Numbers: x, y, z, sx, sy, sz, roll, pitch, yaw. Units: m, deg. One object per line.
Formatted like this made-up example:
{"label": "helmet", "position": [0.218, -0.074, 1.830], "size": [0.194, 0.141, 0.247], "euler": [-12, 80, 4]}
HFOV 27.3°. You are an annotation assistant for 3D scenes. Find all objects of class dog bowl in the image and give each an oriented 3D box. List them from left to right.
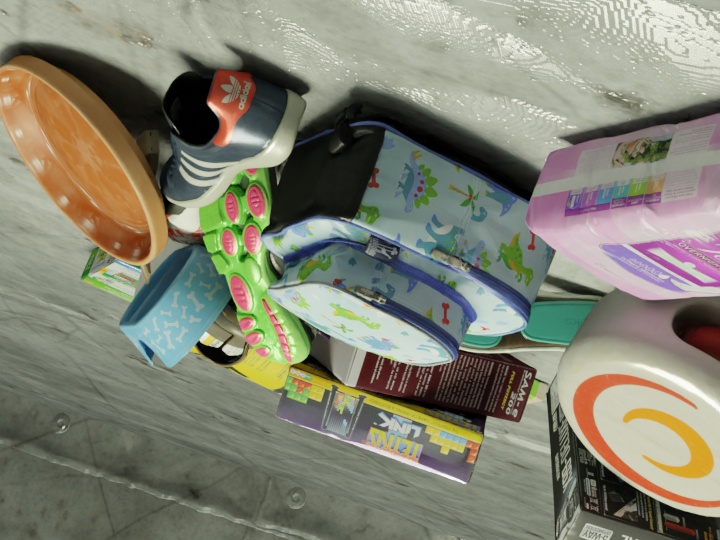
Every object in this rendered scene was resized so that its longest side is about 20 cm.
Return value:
{"label": "dog bowl", "position": [-0.169, 0.029, 1.357], "size": [0.049, 0.112, 0.200], "euler": [38, 168, -12]}

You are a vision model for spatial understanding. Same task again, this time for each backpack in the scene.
{"label": "backpack", "position": [0.035, -0.010, 1.105], "size": [0.199, 0.148, 0.183], "euler": [22, 168, -17]}

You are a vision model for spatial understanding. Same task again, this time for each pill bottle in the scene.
{"label": "pill bottle", "position": [-0.134, 0.047, 1.585], "size": [0.199, 0.115, 0.114], "euler": [29, 163, -29]}

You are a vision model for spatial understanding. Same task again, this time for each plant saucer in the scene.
{"label": "plant saucer", "position": [-0.229, -0.093, 1.235], "size": [0.200, 0.032, 0.201], "euler": [37, 152, 24]}

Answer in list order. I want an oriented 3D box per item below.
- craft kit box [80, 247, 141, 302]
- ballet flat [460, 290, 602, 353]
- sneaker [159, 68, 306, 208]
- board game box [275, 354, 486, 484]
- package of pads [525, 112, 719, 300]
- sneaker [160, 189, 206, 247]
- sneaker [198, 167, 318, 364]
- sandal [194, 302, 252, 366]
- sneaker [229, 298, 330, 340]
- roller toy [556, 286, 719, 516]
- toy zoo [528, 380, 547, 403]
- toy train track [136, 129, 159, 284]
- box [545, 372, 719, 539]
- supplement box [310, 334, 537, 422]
{"label": "craft kit box", "position": [-0.212, 0.022, 1.739], "size": [0.199, 0.049, 0.197], "euler": [25, 162, -18]}
{"label": "ballet flat", "position": [0.126, 0.040, 1.290], "size": [0.198, 0.070, 0.069], "euler": [8, 166, -5]}
{"label": "sneaker", "position": [-0.121, -0.106, 1.118], "size": [0.084, 0.076, 0.200], "euler": [25, 155, -24]}
{"label": "board game box", "position": [0.027, 0.138, 1.485], "size": [0.198, 0.057, 0.165], "euler": [19, -170, 5]}
{"label": "package of pads", "position": [0.209, -0.036, 0.928], "size": [0.120, 0.076, 0.200], "euler": [25, 165, -26]}
{"label": "sneaker", "position": [-0.124, -0.053, 1.316], "size": [0.107, 0.068, 0.201], "euler": [22, 169, -11]}
{"label": "sneaker", "position": [-0.078, -0.021, 1.246], "size": [0.076, 0.084, 0.202], "euler": [4, 120, 29]}
{"label": "sandal", "position": [-0.128, 0.065, 1.423], "size": [0.081, 0.055, 0.200], "euler": [27, 173, -11]}
{"label": "sneaker", "position": [-0.090, 0.027, 1.442], "size": [0.088, 0.074, 0.200], "euler": [46, 174, -20]}
{"label": "roller toy", "position": [0.251, 0.074, 1.082], "size": [0.199, 0.140, 0.183], "euler": [6, 137, 44]}
{"label": "toy zoo", "position": [0.098, 0.108, 1.683], "size": [0.199, 0.021, 0.131], "euler": [23, 165, -12]}
{"label": "toy train track", "position": [-0.202, -0.063, 1.314], "size": [0.032, 0.116, 0.200], "euler": [-1, 154, -14]}
{"label": "box", "position": [0.235, 0.166, 1.210], "size": [0.156, 0.201, 0.050], "euler": [18, 123, -8]}
{"label": "supplement box", "position": [0.061, 0.090, 1.465], "size": [0.199, 0.061, 0.109], "euler": [14, -172, -24]}
